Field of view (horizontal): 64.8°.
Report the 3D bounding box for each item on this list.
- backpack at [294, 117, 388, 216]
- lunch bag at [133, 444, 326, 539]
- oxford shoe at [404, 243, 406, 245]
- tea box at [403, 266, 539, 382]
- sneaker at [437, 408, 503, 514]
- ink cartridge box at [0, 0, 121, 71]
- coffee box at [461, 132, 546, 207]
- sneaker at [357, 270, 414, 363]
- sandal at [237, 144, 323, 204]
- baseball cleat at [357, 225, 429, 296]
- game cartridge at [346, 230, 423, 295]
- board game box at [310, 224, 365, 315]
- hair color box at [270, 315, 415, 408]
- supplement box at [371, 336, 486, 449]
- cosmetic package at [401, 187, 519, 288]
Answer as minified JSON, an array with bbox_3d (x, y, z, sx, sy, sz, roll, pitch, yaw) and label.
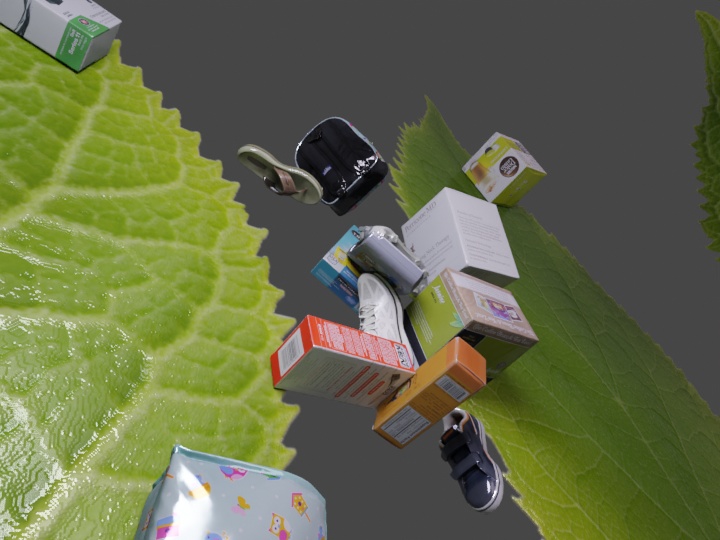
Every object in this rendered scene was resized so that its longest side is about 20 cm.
[{"bbox_3d":[-0.048,-0.247,1.322,0.200,0.177,0.151,50,7,21],"label":"backpack"},{"bbox_3d":[-0.123,0.292,0.569,0.199,0.122,0.171,24,33,-20],"label":"lunch bag"},{"bbox_3d":[0.145,-0.046,1.397,0.075,0.071,0.200,49,29,16],"label":"oxford shoe"},{"bbox_3d":[0.194,0.125,1.100,0.199,0.197,0.134,19,36,-36],"label":"tea box"},{"bbox_3d":[0.176,0.313,0.955,0.079,0.078,0.200,38,18,-18],"label":"sneaker"},{"bbox_3d":[-0.581,-0.483,1.066,0.200,0.083,0.147,31,30,-18],"label":"ink cartridge box"},{"bbox_3d":[0.568,-0.391,2.240,0.200,0.200,0.198,2,49,-50],"label":"coffee box"},{"bbox_3d":[0.023,0.099,1.013,0.115,0.076,0.201,-9,77,-52],"label":"sneaker"},{"bbox_3d":[-0.175,-0.192,1.205,0.200,0.080,0.057,27,49,-14],"label":"sandal"},{"bbox_3d":[0.066,-0.026,1.177,0.106,0.070,0.200,17,-30,49],"label":"baseball cleat"},{"bbox_3d":[0.046,-0.008,1.054,0.133,0.042,0.200,45,-11,-4],"label":"game cartridge"},{"bbox_3d":[0.000,0.000,1.180,0.151,0.047,0.200,41,29,-3],"label":"board game box"},{"bbox_3d":[-0.026,0.147,0.888,0.199,0.111,0.064,22,35,-34],"label":"hair color box"},{"bbox_3d":[0.106,0.196,0.894,0.069,0.200,0.067,40,29,-11],"label":"supplement box"},{"bbox_3d":[0.219,-0.043,1.276,0.166,0.167,0.201,12,54,-33],"label":"cosmetic package"}]
